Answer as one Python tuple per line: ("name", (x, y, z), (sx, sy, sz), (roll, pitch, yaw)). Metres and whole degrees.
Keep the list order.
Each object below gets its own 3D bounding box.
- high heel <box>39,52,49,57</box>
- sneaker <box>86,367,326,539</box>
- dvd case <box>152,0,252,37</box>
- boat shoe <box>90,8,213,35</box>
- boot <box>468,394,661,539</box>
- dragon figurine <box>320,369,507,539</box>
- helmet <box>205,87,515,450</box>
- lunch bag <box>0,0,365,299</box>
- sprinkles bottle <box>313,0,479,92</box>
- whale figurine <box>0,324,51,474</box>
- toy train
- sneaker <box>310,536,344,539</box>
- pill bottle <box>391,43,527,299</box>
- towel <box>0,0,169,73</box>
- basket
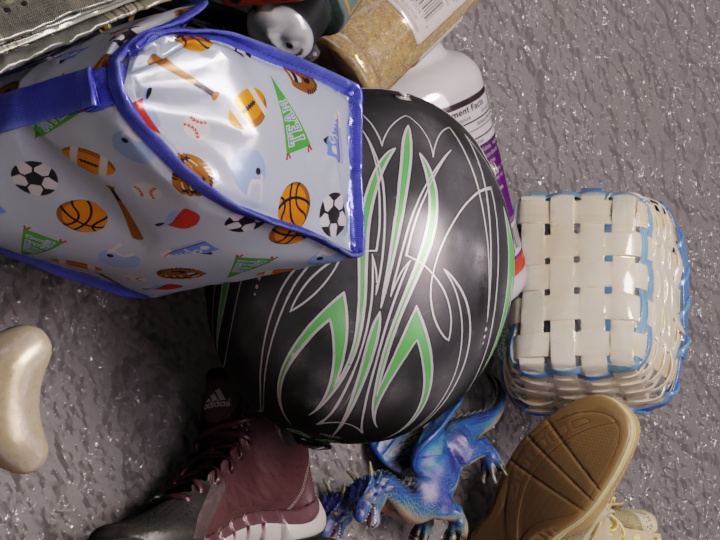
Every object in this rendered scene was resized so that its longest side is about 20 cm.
("high heel", (-0.198, -0.035, 1.304), (0.096, 0.067, 0.200), (54, 51, -19))
("sneaker", (-0.100, 0.119, 1.420), (0.200, 0.076, 0.116), (-4, 89, -56))
("dvd case", (-0.136, -0.201, 1.340), (0.200, 0.018, 0.143), (14, 37, -46))
("boat shoe", (-0.141, -0.152, 1.345), (0.200, 0.091, 0.071), (50, 61, -34))
("boot", (0.165, 0.169, 1.639), (0.155, 0.073, 0.200), (3, 124, -48))
("dragon figurine", (0.046, 0.120, 1.571), (0.200, 0.059, 0.099), (-56, 127, -30))
("helmet", (0.000, 0.000, 1.368), (0.200, 0.191, 0.200), (5, 69, -13))
("lunch bag", (-0.120, -0.065, 1.229), (0.200, 0.170, 0.124), (16, 66, -50))
("sprinkles bottle", (0.040, -0.179, 1.435), (0.200, 0.068, 0.068), (-46, 122, -28))
("whale figurine", (-0.259, 0.062, 1.183), (0.200, 0.104, 0.159), (0, 93, -8))
("toy train", (-0.020, -0.209, 1.348), (0.200, 0.085, 0.114), (-60, 136, -41))
("sneaker", (0.012, 0.231, 1.518), (0.108, 0.067, 0.201), (-40, 133, -39))
("pill bottle", (0.036, -0.068, 1.519), (0.112, 0.112, 0.200), (-29, 110, -42))
("towel", (-0.209, -0.177, 1.211), (0.193, 0.200, 0.035), (-25, 147, -32))
("basket", (0.165, 0.023, 1.645), (0.200, 0.139, 0.176), (41, 50, -67))
